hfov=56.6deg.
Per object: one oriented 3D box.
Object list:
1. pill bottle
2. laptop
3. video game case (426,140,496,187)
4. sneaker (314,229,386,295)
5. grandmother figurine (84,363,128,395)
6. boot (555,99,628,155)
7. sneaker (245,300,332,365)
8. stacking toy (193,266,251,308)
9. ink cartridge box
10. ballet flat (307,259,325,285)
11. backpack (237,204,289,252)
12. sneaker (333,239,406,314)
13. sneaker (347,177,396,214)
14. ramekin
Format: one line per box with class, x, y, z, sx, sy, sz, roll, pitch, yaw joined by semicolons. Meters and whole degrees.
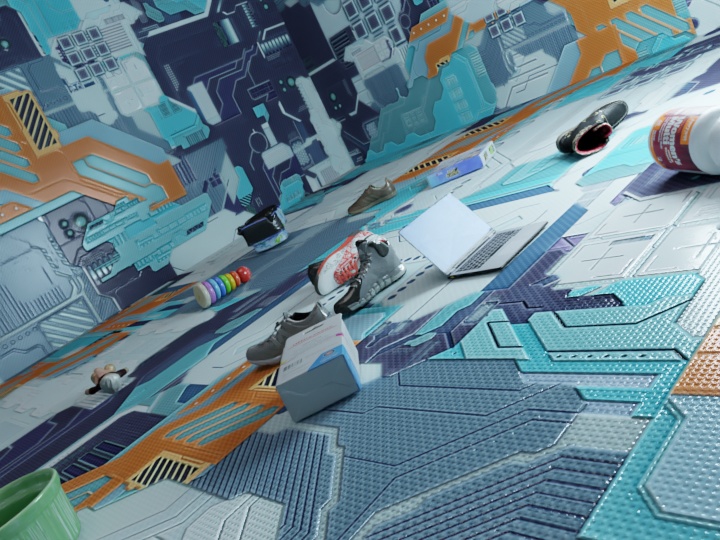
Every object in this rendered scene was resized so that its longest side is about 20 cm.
pill bottle;0.572;-0.215;1.101;0.109;0.110;0.200;-27;13;0
laptop;0.215;-0.081;1.280;0.199;0.117;0.187;-11;21;49
video game case;0.336;-0.353;2.225;0.198;0.046;0.181;-19;14;32
sneaker;-0.018;-0.014;1.588;0.107;0.068;0.202;16;57;42
grandmother figurine;-0.666;0.287;1.755;0.121;0.061;0.199;-43;16;-24
boot;0.591;-0.352;1.658;0.198;0.074;0.151;-29;12;10
sneaker;-0.140;0.118;1.297;0.198;0.083;0.075;-25;13;11
stacking toy;-0.448;0.046;2.211;0.199;0.086;0.085;-29;12;-36
ink cartridge box;-0.064;0.148;1.069;0.114;0.068;0.200;-26;14;5
ballet flat;-0.043;-0.012;1.705;0.198;0.058;0.066;-15;2;21
backpack;-0.380;-0.168;2.708;0.181;0.148;0.200;-26;17;10
sneaker;0.000;0.000;1.396;0.199;0.116;0.075;-35;16;-33
sneaker;0.033;-0.274;2.453;0.198;0.076;0.071;-24;14;13
ramekin;-0.506;0.388;0.961;0.198;0.098;0.200;-26;13;6
